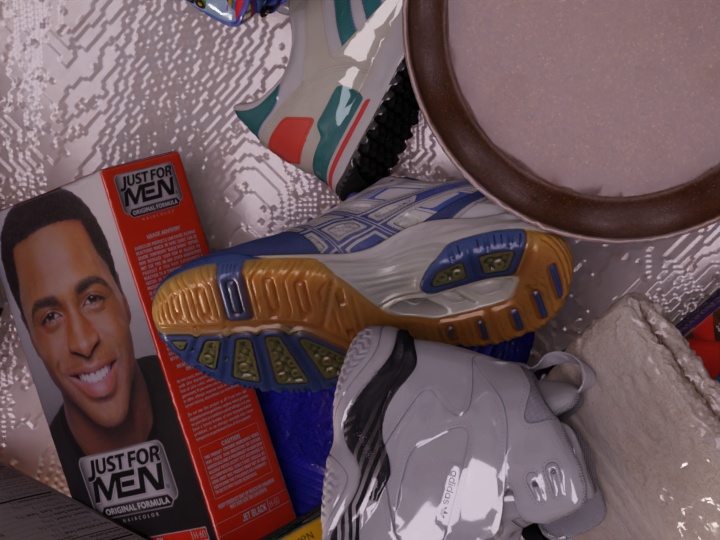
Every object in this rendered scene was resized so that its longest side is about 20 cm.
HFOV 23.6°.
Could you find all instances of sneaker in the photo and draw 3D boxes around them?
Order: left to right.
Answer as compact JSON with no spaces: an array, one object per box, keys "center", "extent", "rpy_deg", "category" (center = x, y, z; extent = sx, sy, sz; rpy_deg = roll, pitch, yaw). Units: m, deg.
[{"center":[0.000,0.000,0.827],"extent":[0.198,0.088,0.076],"rpy_deg":[-7,126,1],"category":"sneaker"},{"center":[0.005,-0.140,0.848],"extent":[0.093,0.070,0.201],"rpy_deg":[28,96,18],"category":"sneaker"},{"center":[0.043,0.124,0.739],"extent":[0.114,0.075,0.201],"rpy_deg":[1,75,17],"category":"sneaker"}]

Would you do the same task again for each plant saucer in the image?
[{"center":[0.118,-0.113,0.783],"extent":[0.199,0.034,0.202],"rpy_deg":[0,94,5],"category":"plant saucer"}]

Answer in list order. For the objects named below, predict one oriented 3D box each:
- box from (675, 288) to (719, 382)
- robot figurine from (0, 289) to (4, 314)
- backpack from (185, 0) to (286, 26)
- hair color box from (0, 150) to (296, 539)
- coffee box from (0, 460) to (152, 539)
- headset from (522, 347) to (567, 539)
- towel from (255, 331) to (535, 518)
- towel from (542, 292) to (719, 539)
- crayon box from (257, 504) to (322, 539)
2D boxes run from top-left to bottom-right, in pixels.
[{"center":[0.236,0.087,0.829],"extent":[0.137,0.039,0.200],"rpy_deg":[-38,91,-19],"category":"box"},{"center":[-0.256,-0.015,0.867],"extent":[0.149,0.125,0.201],"rpy_deg":[-16,94,23],"category":"robot figurine"},{"center":[-0.052,-0.243,0.808],"extent":[0.182,0.135,0.200],"rpy_deg":[30,65,12],"category":"backpack"},{"center":[-0.113,0.052,0.874],"extent":[0.101,0.061,0.201],"rpy_deg":[-17,91,40],"category":"hair color box"},{"center":[-0.203,0.163,0.878],"extent":[0.199,0.080,0.115],"rpy_deg":[21,106,32],"category":"coffee box"},{"center":[0.139,0.132,0.853],"extent":[0.123,0.094,0.201],"rpy_deg":[-16,84,11],"category":"headset"},{"center":[0.001,0.102,0.877],"extent":[0.147,0.049,0.201],"rpy_deg":[15,100,22],"category":"towel"},{"center":[0.145,0.118,0.761],"extent":[0.201,0.034,0.133],"rpy_deg":[56,140,15],"category":"towel"},{"center":[0.008,0.211,0.804],"extent":[0.125,0.052,0.201],"rpy_deg":[-28,90,-14],"category":"crayon box"}]
